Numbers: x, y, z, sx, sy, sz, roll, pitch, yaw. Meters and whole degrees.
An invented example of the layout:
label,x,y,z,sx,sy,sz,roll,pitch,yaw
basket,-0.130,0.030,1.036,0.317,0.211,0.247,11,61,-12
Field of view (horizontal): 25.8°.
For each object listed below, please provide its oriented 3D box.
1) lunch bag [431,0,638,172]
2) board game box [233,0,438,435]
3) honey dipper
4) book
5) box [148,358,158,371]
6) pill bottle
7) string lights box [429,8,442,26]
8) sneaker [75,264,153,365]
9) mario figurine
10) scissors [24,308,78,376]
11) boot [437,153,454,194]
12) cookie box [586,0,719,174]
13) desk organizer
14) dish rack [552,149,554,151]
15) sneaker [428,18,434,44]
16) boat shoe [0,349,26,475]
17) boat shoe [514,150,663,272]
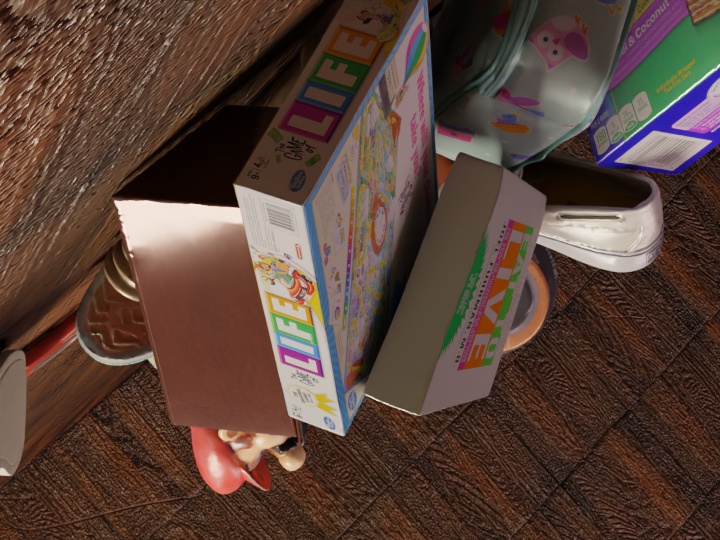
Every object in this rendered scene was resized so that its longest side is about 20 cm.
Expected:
label,x,y,z,sx,sy,sz,roll,pitch,yaw
lunch bag,0.093,-0.147,0.895,0.200,0.077,0.161,151,-43,-73
board game box,-0.004,-0.026,0.768,0.200,0.034,0.135,82,31,-55
honey dipper,-0.071,-0.055,0.841,0.200,0.038,0.038,-44,179,32
book,0.058,0.007,0.886,0.200,0.048,0.134,3,108,-77
box,-0.083,-0.010,1.160,0.176,0.097,0.200,-42,-178,-20
pill bottle,0.081,-0.001,1.128,0.106,0.106,0.200,-41,-167,4
string lights box,0.015,-0.124,1.273,0.103,0.059,0.200,-43,-179,-31
sneaker,-0.100,-0.007,0.986,0.200,0.071,0.080,-44,178,-24
mario figurine,-0.039,0.090,1.139,0.200,0.106,0.123,-49,145,14
scissors,-0.232,0.072,1.033,0.073,0.014,0.200,-39,-176,37
boot,0.000,0.000,1.022,0.075,0.107,0.200,-11,134,-60
cookie box,0.197,-0.188,0.969,0.075,0.201,0.171,5,150,-32
desk organizer,-0.068,0.004,0.816,0.200,0.077,0.072,86,12,-51
dish rack,0.076,-0.104,1.106,0.153,0.055,0.200,-2,157,1
sneaker,-0.003,-0.064,0.913,0.200,0.075,0.088,-64,175,36
boat shoe,-0.227,0.087,0.867,0.061,0.073,0.200,1,-169,1
boat shoe,0.100,-0.058,1.017,0.071,0.199,0.070,-58,156,-31
